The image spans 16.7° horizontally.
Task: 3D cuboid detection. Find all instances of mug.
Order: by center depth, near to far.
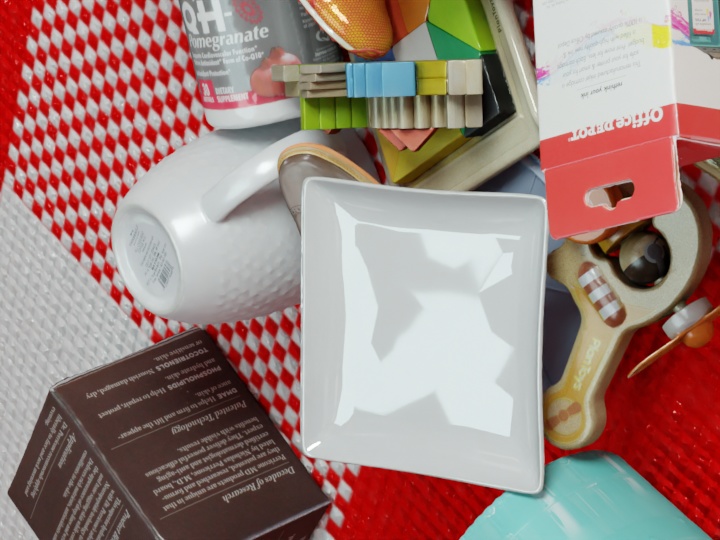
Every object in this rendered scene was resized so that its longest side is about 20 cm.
[{"bbox_3d":[-0.082,-0.046,1.828,0.148,0.175,0.200,59,143,11],"label":"mug"}]

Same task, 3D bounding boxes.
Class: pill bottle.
[{"bbox_3d":[-0.081,-0.212,1.797,0.111,0.111,0.200,3,110,51],"label":"pill bottle"}]

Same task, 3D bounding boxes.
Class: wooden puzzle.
[{"bbox_3d":[0.049,-0.142,1.704,0.200,0.037,0.185,-36,67,54],"label":"wooden puzzle"}]

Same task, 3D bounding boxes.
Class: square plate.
[{"bbox_3d":[0.045,0.040,1.655,0.200,0.028,0.199,6,99,35],"label":"square plate"}]

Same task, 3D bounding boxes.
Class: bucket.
[{"bbox_3d":[0.155,0.232,1.660,0.135,0.207,0.207,47,139,34],"label":"bucket"}]

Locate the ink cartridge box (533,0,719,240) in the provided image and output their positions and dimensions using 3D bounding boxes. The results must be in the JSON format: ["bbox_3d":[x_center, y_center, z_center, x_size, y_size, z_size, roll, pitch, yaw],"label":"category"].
[{"bbox_3d":[0.166,-0.122,1.461,0.116,0.067,0.200,-13,76,50],"label":"ink cartridge box"}]

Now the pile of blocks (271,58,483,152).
[{"bbox_3d":[0.009,-0.112,1.670,0.200,0.082,0.062,4,99,52],"label":"pile of blocks"}]

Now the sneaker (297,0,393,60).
[{"bbox_3d":[-0.015,-0.241,1.702,0.077,0.073,0.200,-31,68,36],"label":"sneaker"}]

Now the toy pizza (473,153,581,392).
[{"bbox_3d":[0.110,0.000,1.730,0.200,0.032,0.201,27,126,45],"label":"toy pizza"}]

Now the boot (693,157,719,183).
[{"bbox_3d":[0.253,-0.116,1.461,0.200,0.073,0.156,55,138,28],"label":"boot"}]

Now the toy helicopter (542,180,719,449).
[{"bbox_3d":[0.174,0.033,1.602,0.132,0.079,0.200,29,112,23],"label":"toy helicopter"}]

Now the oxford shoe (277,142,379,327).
[{"bbox_3d":[0.000,0.000,1.732,0.071,0.073,0.200,-23,111,32],"label":"oxford shoe"}]

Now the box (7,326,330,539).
[{"bbox_3d":[-0.165,0.190,2.063,0.200,0.164,0.166,52,140,20],"label":"box"}]
